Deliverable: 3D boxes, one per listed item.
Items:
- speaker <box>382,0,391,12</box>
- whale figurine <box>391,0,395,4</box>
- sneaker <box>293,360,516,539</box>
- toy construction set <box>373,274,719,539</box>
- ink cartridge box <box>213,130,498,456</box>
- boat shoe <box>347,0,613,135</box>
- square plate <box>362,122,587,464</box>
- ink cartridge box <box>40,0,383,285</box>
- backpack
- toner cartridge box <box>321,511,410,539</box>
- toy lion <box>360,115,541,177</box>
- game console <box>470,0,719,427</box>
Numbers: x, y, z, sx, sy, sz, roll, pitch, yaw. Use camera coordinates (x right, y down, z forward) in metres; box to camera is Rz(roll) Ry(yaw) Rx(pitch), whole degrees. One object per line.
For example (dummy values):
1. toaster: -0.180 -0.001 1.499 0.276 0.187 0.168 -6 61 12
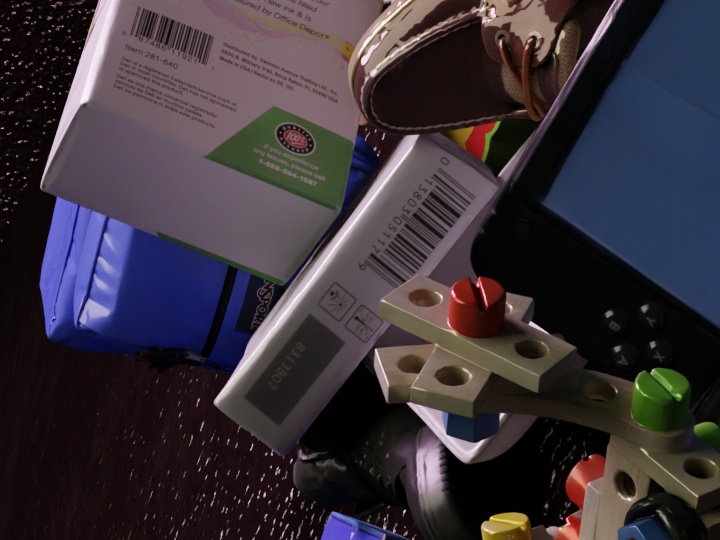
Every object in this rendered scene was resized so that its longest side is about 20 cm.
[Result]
1. speaker: 0.011 -0.158 1.319 0.082 0.081 0.200 -65 16 14
2. whale figurine: 0.073 -0.171 0.971 0.159 0.103 0.202 -99 19 -86
3. sneaker: 0.015 0.090 0.971 0.104 0.060 0.200 -33 22 18
4. toy construction set: 0.070 0.086 0.674 0.131 0.092 0.201 40 152 44
5. ink cartridge box: 0.000 0.000 1.025 0.163 0.057 0.200 -52 -1 6
6. boat shoe: 0.084 -0.098 0.872 0.198 0.072 0.072 -18 37 17
7. square plate: 0.089 -0.013 0.888 0.200 0.028 0.198 -52 15 0
8. ink cartridge box: -0.073 -0.114 1.109 0.084 0.144 0.201 128 158 -49
9. backpack: -0.076 -0.009 1.205 0.168 0.198 0.164 -113 38 -62
10. toner cartridge box: -0.016 0.223 0.992 0.202 0.043 0.095 -71 17 -5
11. toy lion: 0.062 -0.141 1.123 0.192 0.068 0.202 -155 72 -69
12. game console: 0.131 -0.014 0.674 0.201 0.172 0.119 -60 -9 29
